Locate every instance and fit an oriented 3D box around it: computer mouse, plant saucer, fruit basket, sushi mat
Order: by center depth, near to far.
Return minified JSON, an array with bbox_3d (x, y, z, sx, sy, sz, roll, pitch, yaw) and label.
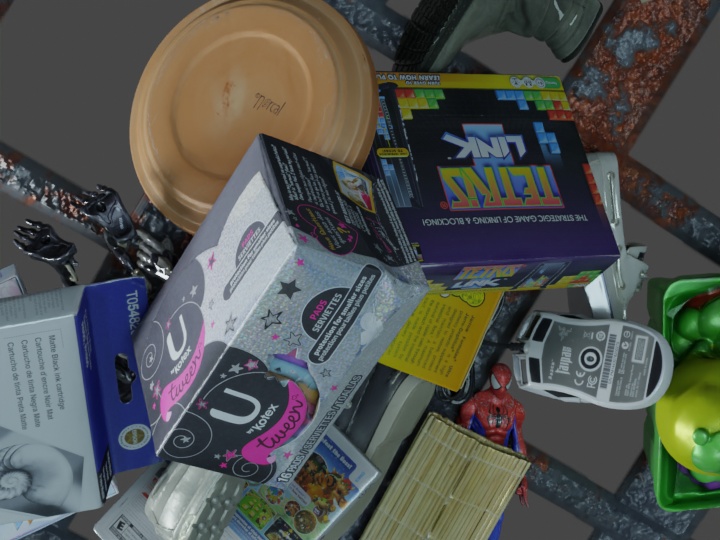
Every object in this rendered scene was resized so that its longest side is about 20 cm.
[{"bbox_3d":[-0.084,-0.118,1.309,0.199,0.032,0.202,-5,74,20],"label":"plant saucer"},{"bbox_3d":[0.161,0.071,1.425,0.199,0.044,0.111,11,84,27],"label":"computer mouse"},{"bbox_3d":[0.302,0.104,1.441,0.154,0.216,0.217,-4,105,-12],"label":"fruit basket"},{"bbox_3d":[0.056,0.219,1.477,0.095,0.012,0.201,27,109,-3],"label":"sushi mat"}]

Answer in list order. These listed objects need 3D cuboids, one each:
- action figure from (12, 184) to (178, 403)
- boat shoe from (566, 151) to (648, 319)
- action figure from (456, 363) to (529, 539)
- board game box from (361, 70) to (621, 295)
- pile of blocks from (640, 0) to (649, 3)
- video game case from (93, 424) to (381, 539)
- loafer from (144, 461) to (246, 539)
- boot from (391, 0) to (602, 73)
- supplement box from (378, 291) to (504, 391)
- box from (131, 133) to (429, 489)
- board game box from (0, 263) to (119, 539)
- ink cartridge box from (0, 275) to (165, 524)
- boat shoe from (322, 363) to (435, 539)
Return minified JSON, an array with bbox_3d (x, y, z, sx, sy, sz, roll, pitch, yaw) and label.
[{"bbox_3d":[-0.182,0.020,1.358,0.119,0.102,0.201,-37,135,-11],"label":"action figure"},{"bbox_3d":[0.207,-0.002,1.463,0.069,0.071,0.202,-15,101,-8],"label":"boat shoe"},{"bbox_3d":[0.107,0.176,1.495,0.065,0.052,0.202,4,101,-9],"label":"action figure"},{"bbox_3d":[0.085,-0.068,1.345,0.199,0.057,0.166,-3,64,-31],"label":"board game box"},{"bbox_3d":[0.258,-0.272,1.396,0.200,0.082,0.062,-37,126,-19],"label":"pile of blocks"},{"bbox_3d":[-0.100,0.187,1.424,0.143,0.018,0.200,44,92,12],"label":"video game case"},{"bbox_3d":[-0.106,0.124,1.387,0.201,0.070,0.070,-58,147,-1],"label":"loafer"},{"bbox_3d":[0.123,-0.198,1.393,0.130,0.068,0.201,31,97,-25],"label":"boot"},{"bbox_3d":[0.000,0.000,1.388,0.199,0.109,0.110,21,99,-18],"label":"supplement box"},{"bbox_3d":[-0.063,0.032,1.231,0.114,0.133,0.201,18,122,-29],"label":"box"},{"bbox_3d":[-0.319,0.126,1.379,0.198,0.041,0.201,-23,109,-6],"label":"board game box"},{"bbox_3d":[-0.246,0.104,1.309,0.198,0.041,0.201,-11,130,-11],"label":"ink cartridge box"},{"bbox_3d":[-0.014,0.153,1.463,0.063,0.073,0.201,37,101,24],"label":"boat shoe"}]
